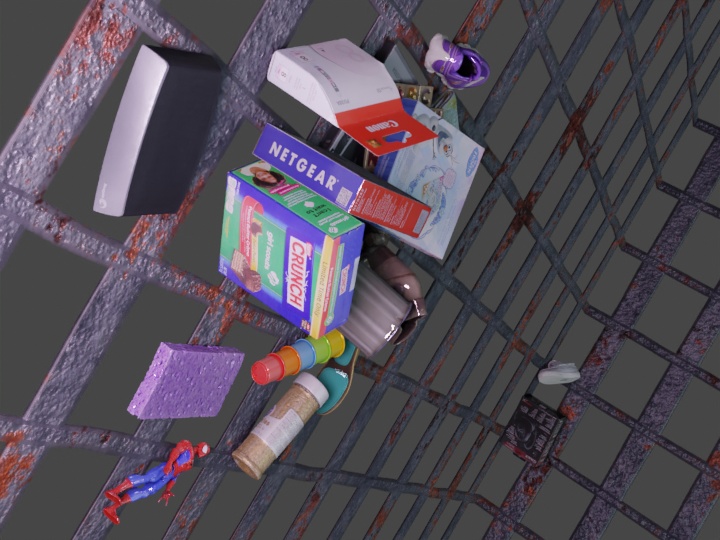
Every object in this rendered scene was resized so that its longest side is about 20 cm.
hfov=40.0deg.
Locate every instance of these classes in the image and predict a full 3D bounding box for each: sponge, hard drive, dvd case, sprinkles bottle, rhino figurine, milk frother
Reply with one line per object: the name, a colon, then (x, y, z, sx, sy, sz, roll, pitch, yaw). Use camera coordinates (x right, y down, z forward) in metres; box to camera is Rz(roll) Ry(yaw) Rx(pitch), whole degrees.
sponge: (-0.255, 0.166, 1.477, 0.113, 0.030, 0.199, -63, 154, 6)
hard drive: (-0.233, -0.156, 1.160, 0.134, 0.042, 0.203, -9, 124, -59)
dvd case: (0.018, -0.241, 1.560, 0.202, 0.024, 0.150, -58, 155, -5)
sprinkles bottle: (-0.141, 0.275, 1.761, 0.200, 0.068, 0.069, -48, 153, -23)
rhino figurine: (0.023, -0.065, 1.716, 0.087, 0.059, 0.203, -20, 136, -58)
milk frother: (0.000, 0.000, 1.583, 0.201, 0.188, 0.180, -50, -173, -2)

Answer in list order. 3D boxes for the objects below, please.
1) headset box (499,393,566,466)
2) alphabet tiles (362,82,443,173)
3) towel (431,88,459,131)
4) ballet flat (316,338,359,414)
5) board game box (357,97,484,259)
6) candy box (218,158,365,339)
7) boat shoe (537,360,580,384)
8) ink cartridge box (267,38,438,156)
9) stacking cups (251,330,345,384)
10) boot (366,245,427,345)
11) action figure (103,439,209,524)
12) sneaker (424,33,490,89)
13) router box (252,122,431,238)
headset box: (0.563, 0.533, 3.258, 0.077, 0.147, 0.203, -1, 118, -60)
alphabet tiles: (0.068, -0.196, 1.584, 0.164, 0.006, 0.204, -4, 107, -44)
towel: (0.126, -0.192, 1.710, 0.171, 0.047, 0.203, -45, 137, -47)
ballet flat: (-0.034, 0.179, 1.868, 0.203, 0.068, 0.063, -65, 168, 14)
board game box: (0.101, -0.144, 1.599, 0.198, 0.043, 0.203, 25, 86, -47)
candy box: (-0.099, -0.030, 1.360, 0.077, 0.198, 0.172, -31, 143, -44)
boat shoe: (0.663, 0.336, 3.324, 0.197, 0.070, 0.072, 1, 150, -35)
ink cartridge box: (-0.002, -0.237, 1.320, 0.162, 0.198, 0.058, -25, 141, -51)
stacking cups: (-0.105, 0.149, 1.703, 0.199, 0.060, 0.061, -22, 136, -53)
boot: (0.031, 0.061, 1.685, 0.069, 0.148, 0.200, -12, 155, -40)
action figure: (-0.306, 0.318, 1.529, 0.199, 0.051, 0.066, -33, 141, -48)
sneaker: (0.177, -0.340, 1.683, 0.199, 0.083, 0.082, -5, 122, -61)
router box: (-0.025, -0.124, 1.375, 0.178, 0.199, 0.050, 16, 104, -54)
